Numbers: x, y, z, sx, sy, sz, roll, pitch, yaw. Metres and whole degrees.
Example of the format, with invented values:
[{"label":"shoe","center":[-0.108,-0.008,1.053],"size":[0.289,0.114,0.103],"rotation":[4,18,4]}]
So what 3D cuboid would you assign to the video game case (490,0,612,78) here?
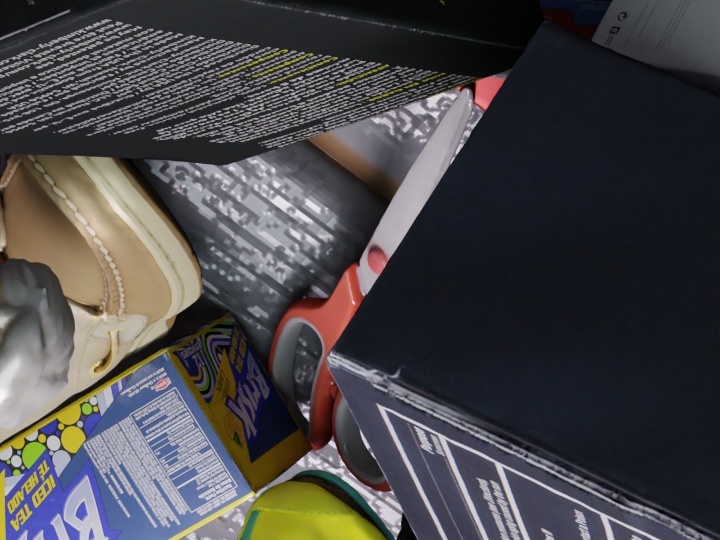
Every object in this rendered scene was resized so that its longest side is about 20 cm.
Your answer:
[{"label":"video game case","center":[0.114,-0.153,0.752],"size":[0.143,0.017,0.200],"rotation":[3,101,-15]}]

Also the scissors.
[{"label":"scissors","center":[0.000,0.000,0.884],"size":[0.073,0.014,0.200],"rotation":[40,140,31]}]

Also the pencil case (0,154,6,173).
[{"label":"pencil case","center":[-0.177,-0.102,0.822],"size":[0.085,0.084,0.200],"rotation":[-27,123,-21]}]

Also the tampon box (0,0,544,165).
[{"label":"tampon box","center":[-0.059,-0.117,0.679],"size":[0.126,0.200,0.150],"rotation":[-16,82,28]}]

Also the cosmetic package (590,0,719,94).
[{"label":"cosmetic package","center":[0.148,-0.016,0.746],"size":[0.083,0.051,0.200],"rotation":[11,153,41]}]

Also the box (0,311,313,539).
[{"label":"box","center":[-0.122,0.094,0.946],"size":[0.200,0.070,0.064],"rotation":[-30,91,21]}]

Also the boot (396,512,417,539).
[{"label":"boot","center":[0.111,0.096,0.894],"size":[0.211,0.079,0.158],"rotation":[31,139,23]}]

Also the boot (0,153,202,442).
[{"label":"boot","center":[-0.136,0.023,0.821],"size":[0.155,0.200,0.073],"rotation":[-33,84,-14]}]

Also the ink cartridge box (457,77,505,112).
[{"label":"ink cartridge box","center":[0.127,-0.065,0.840],"size":[0.200,0.067,0.116],"rotation":[36,116,-18]}]

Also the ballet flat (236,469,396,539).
[{"label":"ballet flat","center":[0.023,0.159,0.917],"size":[0.200,0.067,0.067],"rotation":[47,141,-17]}]

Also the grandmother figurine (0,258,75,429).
[{"label":"grandmother figurine","center":[-0.157,-0.016,0.695],"size":[0.121,0.061,0.200],"rotation":[-40,126,20]}]

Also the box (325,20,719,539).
[{"label":"box","center":[0.119,0.056,0.698],"size":[0.198,0.123,0.200],"rotation":[25,161,22]}]
